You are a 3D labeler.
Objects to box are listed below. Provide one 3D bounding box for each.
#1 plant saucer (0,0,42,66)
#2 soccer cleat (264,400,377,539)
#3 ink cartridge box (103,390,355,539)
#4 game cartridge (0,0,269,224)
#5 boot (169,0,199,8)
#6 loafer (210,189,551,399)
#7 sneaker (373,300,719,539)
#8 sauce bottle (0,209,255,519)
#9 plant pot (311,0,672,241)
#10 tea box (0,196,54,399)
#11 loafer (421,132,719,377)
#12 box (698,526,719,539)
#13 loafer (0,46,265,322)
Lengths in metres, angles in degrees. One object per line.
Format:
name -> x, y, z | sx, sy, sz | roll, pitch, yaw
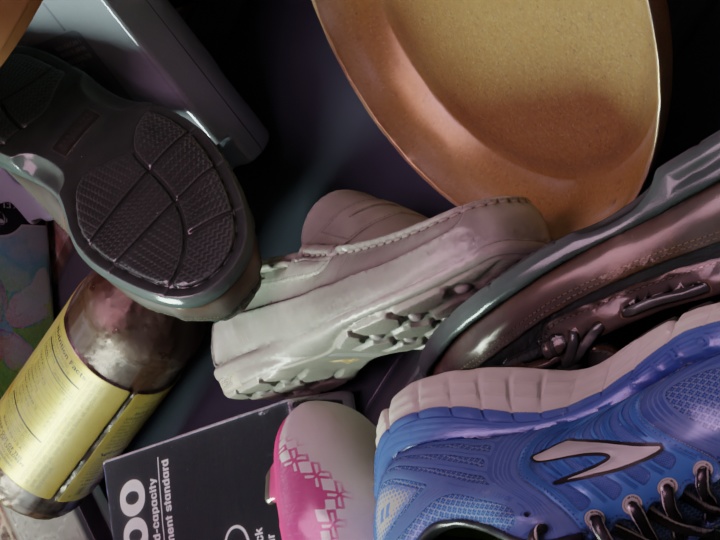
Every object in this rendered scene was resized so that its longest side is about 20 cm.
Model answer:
plant saucer -> -0.173, -0.142, 0.889 | 0.200, 0.032, 0.202 | -31, 47, 39
soccer cleat -> 0.033, 0.128, 0.711 | 0.086, 0.070, 0.201 | -33, 67, 35
ink cartridge box -> -0.063, 0.170, 0.903 | 0.199, 0.043, 0.200 | -23, 71, 49
game cartridge -> -0.141, -0.089, 0.957 | 0.199, 0.133, 0.041 | -9, 39, 50
boot -> -0.060, -0.209, 0.899 | 0.199, 0.072, 0.157 | -14, 76, 53
loafer -> 0.000, 0.000, 0.809 | 0.199, 0.070, 0.070 | -23, 70, 51
sneaker -> 0.089, 0.072, 0.640 | 0.199, 0.079, 0.090 | -18, 44, 33
sauce bottle -> -0.111, 0.036, 0.955 | 0.200, 0.064, 0.065 | -49, 52, 35
plant pot -> 0.044, -0.106, 0.739 | 0.200, 0.027, 0.201 | 39, 146, 33
tea box -> -0.271, 0.014, 1.045 | 0.133, 0.199, 0.199 | -16, 77, 50
loafer -> 0.095, 0.013, 0.684 | 0.200, 0.072, 0.063 | -38, 66, 41
box -> 0.083, 0.180, 0.721 | 0.136, 0.040, 0.202 | 5, 92, 52
loafer -> -0.098, -0.033, 0.874 | 0.072, 0.063, 0.200 | -45, 49, -9
